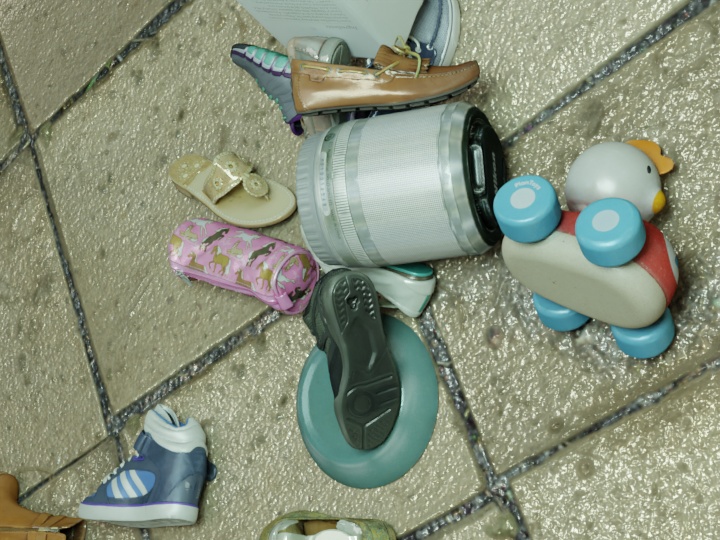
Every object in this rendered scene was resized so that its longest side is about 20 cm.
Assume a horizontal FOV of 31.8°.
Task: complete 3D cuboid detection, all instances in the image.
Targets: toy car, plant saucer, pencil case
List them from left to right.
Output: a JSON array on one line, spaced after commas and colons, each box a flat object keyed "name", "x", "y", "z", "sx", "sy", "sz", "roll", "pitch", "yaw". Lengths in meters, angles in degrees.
[{"name": "pencil case", "x": -0.143, "y": -0.007, "z": 1.539, "sx": 0.199, "sy": 0.083, "sz": 0.087, "roll": 15, "pitch": 89, "yaw": 36}, {"name": "plant saucer", "x": -0.004, "y": 0.146, "z": 1.438, "sx": 0.199, "sy": 0.036, "sz": 0.202, "roll": -8, "pitch": 77, "yaw": 35}, {"name": "toy car", "x": 0.253, "y": -0.056, "z": 1.236, "sx": 0.176, "sy": 0.185, "sz": 0.201, "roll": 19, "pitch": 64, "yaw": 36}]

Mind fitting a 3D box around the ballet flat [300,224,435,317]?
[{"name": "ballet flat", "x": 0.000, "y": 0.000, "z": 1.451, "sx": 0.199, "sy": 0.069, "sz": 0.070, "roll": 26, "pitch": 97, "yaw": 35}]

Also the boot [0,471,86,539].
[{"name": "boot", "x": -0.444, "y": 0.338, "z": 1.692, "sx": 0.154, "sy": 0.200, "sz": 0.077, "roll": -11, "pitch": 117, "yaw": 8}]

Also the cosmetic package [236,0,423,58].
[{"name": "cosmetic package", "x": -0.040, "y": -0.353, "z": 1.378, "sx": 0.164, "sy": 0.200, "sz": 0.166, "roll": 11, "pitch": 73, "yaw": 36}]

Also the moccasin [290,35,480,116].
[{"name": "moccasin", "x": 0.026, "y": -0.208, "z": 1.332, "sx": 0.199, "sy": 0.074, "sz": 0.079, "roll": -3, "pitch": 98, "yaw": 8}]

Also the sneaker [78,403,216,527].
[{"name": "sneaker", "x": -0.270, "y": 0.245, "z": 1.595, "sx": 0.199, "sy": 0.080, "sz": 0.148, "roll": -10, "pitch": 68, "yaw": 38}]

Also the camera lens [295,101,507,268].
[{"name": "camera lens", "x": 0.049, "y": -0.088, "z": 1.347, "sx": 0.198, "sy": 0.160, "sz": 0.162, "roll": -7, "pitch": 77, "yaw": 21}]

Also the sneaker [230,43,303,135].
[{"name": "sneaker", "x": -0.095, "y": -0.218, "z": 1.550, "sx": 0.199, "sy": 0.074, "sz": 0.088, "roll": 25, "pitch": 101, "yaw": 36}]

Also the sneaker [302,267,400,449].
[{"name": "sneaker", "x": -0.011, "y": 0.092, "z": 1.391, "sx": 0.114, "sy": 0.076, "sz": 0.201, "roll": -150, "pitch": 47, "yaw": -73}]

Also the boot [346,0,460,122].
[{"name": "boot", "x": 0.049, "y": -0.237, "z": 1.436, "sx": 0.072, "sy": 0.090, "sz": 0.202, "roll": 17, "pitch": 92, "yaw": 37}]

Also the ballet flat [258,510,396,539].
[{"name": "ballet flat", "x": -0.053, "y": 0.306, "z": 1.426, "sx": 0.199, "sy": 0.070, "sz": 0.071, "roll": -8, "pitch": 77, "yaw": 35}]

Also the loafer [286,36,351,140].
[{"name": "loafer", "x": -0.042, "y": -0.187, "z": 1.445, "sx": 0.062, "sy": 0.201, "sz": 0.072, "roll": 16, "pitch": 51, "yaw": 19}]

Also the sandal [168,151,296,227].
[{"name": "sandal", "x": -0.175, "y": -0.117, "z": 1.574, "sx": 0.211, "sy": 0.070, "sz": 0.078, "roll": 22, "pitch": 62, "yaw": 39}]
